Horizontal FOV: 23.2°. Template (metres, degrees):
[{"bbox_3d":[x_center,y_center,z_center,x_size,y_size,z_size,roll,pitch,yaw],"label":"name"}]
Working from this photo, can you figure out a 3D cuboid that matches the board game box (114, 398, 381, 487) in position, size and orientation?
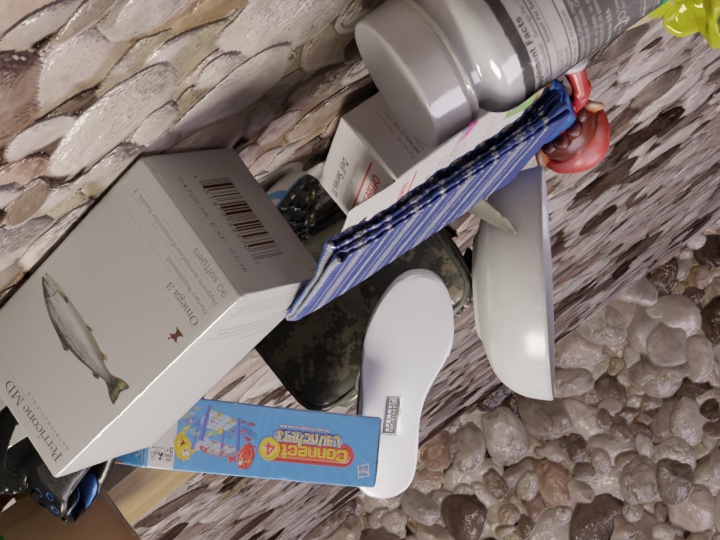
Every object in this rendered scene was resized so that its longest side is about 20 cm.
[{"bbox_3d":[-0.113,0.135,1.416,0.198,0.057,0.195,8,174,-24],"label":"board game box"}]

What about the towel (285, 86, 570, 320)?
[{"bbox_3d":[0.042,-0.042,1.149,0.199,0.024,0.145,-33,172,-21],"label":"towel"}]

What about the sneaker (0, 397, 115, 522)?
[{"bbox_3d":[-0.267,0.162,1.344,0.200,0.112,0.073,-42,165,20],"label":"sneaker"}]

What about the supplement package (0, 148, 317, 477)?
[{"bbox_3d":[-0.145,0.027,1.182,0.200,0.117,0.117,-44,167,25],"label":"supplement package"}]

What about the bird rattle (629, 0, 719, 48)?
[{"bbox_3d":[0.212,-0.222,1.324,0.161,0.114,0.200,-22,167,11],"label":"bird rattle"}]

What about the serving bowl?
[{"bbox_3d":[0.132,0.012,1.522,0.065,0.203,0.200,-2,171,8],"label":"serving bowl"}]

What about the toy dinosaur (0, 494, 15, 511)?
[{"bbox_3d":[-0.325,0.211,1.491,0.199,0.061,0.106,-36,166,-5],"label":"toy dinosaur"}]

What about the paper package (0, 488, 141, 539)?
[{"bbox_3d":[-0.276,0.276,1.455,0.199,0.104,0.191,-35,159,-19],"label":"paper package"}]

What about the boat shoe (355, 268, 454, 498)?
[{"bbox_3d":[0.031,0.085,1.440,0.068,0.071,0.202,-101,-163,-66],"label":"boat shoe"}]

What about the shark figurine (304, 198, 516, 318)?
[{"bbox_3d":[0.010,-0.009,1.438,0.213,0.090,0.128,-28,-166,-18],"label":"shark figurine"}]

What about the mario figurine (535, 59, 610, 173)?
[{"bbox_3d":[0.145,-0.146,1.517,0.122,0.107,0.200,-5,169,23],"label":"mario figurine"}]

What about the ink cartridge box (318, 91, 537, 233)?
[{"bbox_3d":[0.039,-0.098,1.331,0.199,0.067,0.117,-36,168,-22],"label":"ink cartridge box"}]

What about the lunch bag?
[{"bbox_3d":[0.003,0.022,1.555,0.199,0.140,0.168,-39,178,4],"label":"lunch bag"}]

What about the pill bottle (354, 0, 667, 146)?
[{"bbox_3d":[0.102,-0.175,1.137,0.199,0.114,0.113,-34,168,-9],"label":"pill bottle"}]

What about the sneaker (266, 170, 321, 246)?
[{"bbox_3d":[-0.106,0.000,1.341,0.201,0.072,0.072,-52,155,2],"label":"sneaker"}]

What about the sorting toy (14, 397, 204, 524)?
[{"bbox_3d":[-0.221,0.178,1.639,0.199,0.070,0.199,-39,168,7],"label":"sorting toy"}]
